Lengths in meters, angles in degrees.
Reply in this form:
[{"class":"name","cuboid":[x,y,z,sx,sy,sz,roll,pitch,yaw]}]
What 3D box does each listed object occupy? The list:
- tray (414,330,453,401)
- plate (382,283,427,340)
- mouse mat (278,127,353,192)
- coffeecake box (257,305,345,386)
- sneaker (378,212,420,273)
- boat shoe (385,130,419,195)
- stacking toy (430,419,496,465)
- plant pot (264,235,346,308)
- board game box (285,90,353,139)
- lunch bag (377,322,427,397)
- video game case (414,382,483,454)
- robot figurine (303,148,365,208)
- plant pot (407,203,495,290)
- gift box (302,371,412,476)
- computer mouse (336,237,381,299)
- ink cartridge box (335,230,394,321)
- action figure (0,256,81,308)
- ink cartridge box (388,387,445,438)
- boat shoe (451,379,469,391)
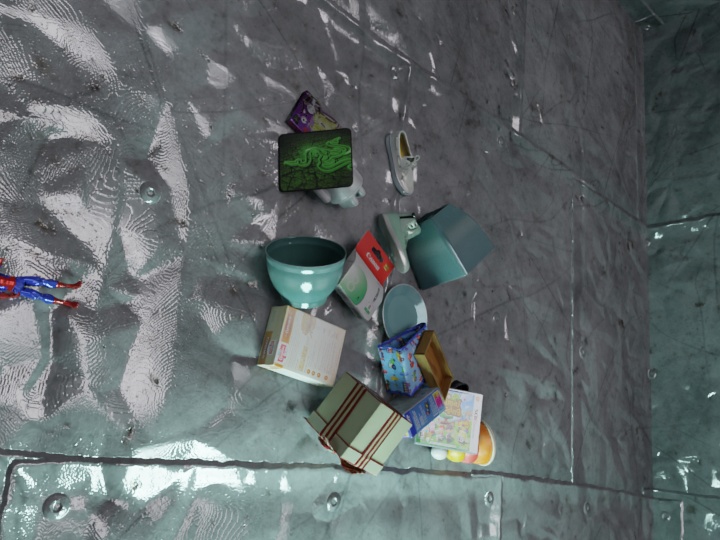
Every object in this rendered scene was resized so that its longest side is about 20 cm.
[{"class":"tray","cuboid":[0.217,0.282,1.810,0.099,0.037,0.200,-60,137,-43]},{"class":"plate","cuboid":[0.130,0.141,1.864,0.200,0.026,0.201,10,75,-42]},{"class":"mouse mat","cuboid":[-0.119,-0.288,1.608,0.008,0.199,0.161,45,42,-78]},{"class":"coffeecake box","cuboid":[-0.146,0.194,1.557,0.200,0.073,0.154,28,65,-37]},{"class":"sneaker","cuboid":[0.138,-0.090,1.821,0.118,0.074,0.201,-9,65,-20]},{"class":"boat shoe","cuboid":[0.145,-0.339,1.919,0.075,0.086,0.203,-14,92,-44]},{"class":"stacking toy","cuboid":[0.306,0.545,1.912,0.200,0.146,0.147,-1,83,-27]},{"class":"plant pot","cuboid":[-0.139,0.011,1.535,0.200,0.200,0.135,-19,123,-44]},{"class":"board game box","cuboid":[-0.112,-0.392,1.727,0.200,0.032,0.120,42,61,-31]},{"class":"lunch bag","cuboid":[0.158,0.253,1.810,0.200,0.094,0.151,-27,111,-44]},{"class":"video game case","cuboid":[0.269,0.449,1.866,0.199,0.022,0.183,12,73,-9]},{"class":"robot figurine","cuboid":[-0.072,-0.262,1.680,0.200,0.113,0.170,51,54,-25]},{"class":"plant pot","cuboid":[0.260,-0.089,1.922,0.196,0.196,0.200,-37,100,-41]},{"class":"gift box","cuboid":[-0.020,0.384,1.543,0.200,0.184,0.187,41,84,-38]},{"class":"computer mouse","cuboid":[0.000,0.000,1.752,0.138,0.053,0.201,23,80,-41]},{"class":"ink cartridge box","cuboid":[0.021,0.014,1.706,0.200,0.050,0.161,-53,127,-22]},{"class":"action figure","cuboid":[-0.613,0.024,1.130,0.200,0.099,0.065,14,72,-39]},{"class":"ink cartridge box","cuboid":[0.125,0.409,1.734,0.200,0.136,0.077,-23,93,-43]},{"class":"boat shoe","cuboid":[0.273,0.412,1.927,0.200,0.062,0.075,-35,107,-39]}]
